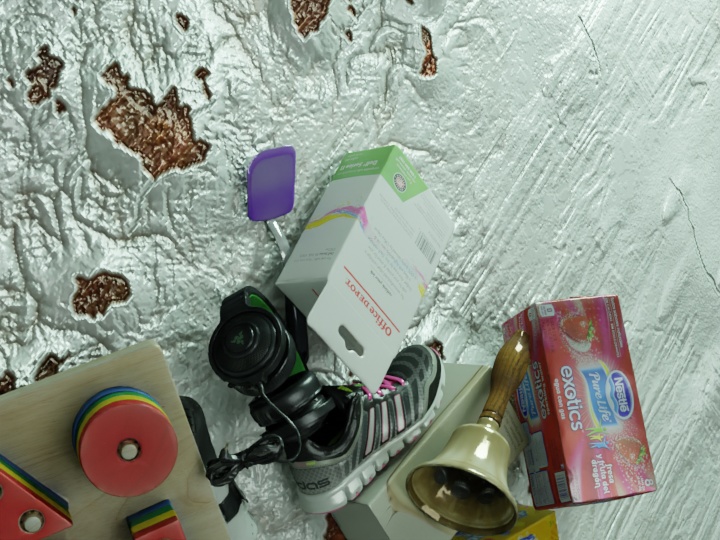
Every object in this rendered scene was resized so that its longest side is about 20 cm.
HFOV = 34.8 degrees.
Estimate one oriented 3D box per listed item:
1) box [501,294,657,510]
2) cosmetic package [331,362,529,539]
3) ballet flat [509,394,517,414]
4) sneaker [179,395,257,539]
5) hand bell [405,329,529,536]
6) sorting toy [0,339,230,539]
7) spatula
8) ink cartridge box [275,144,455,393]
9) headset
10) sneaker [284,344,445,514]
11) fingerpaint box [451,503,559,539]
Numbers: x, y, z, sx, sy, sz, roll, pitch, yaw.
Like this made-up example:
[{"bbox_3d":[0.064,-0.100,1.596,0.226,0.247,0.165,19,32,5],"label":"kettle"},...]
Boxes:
[{"bbox_3d":[0.216,0.133,1.152,0.095,0.100,0.201,-5,76,-16],"label":"box"},{"bbox_3d":[0.066,0.190,1.107,0.200,0.073,0.104,-45,116,-33],"label":"cosmetic package"},{"bbox_3d":[0.215,0.159,1.241,0.200,0.065,0.071,39,66,-34],"label":"ballet flat"},{"bbox_3d":[-0.128,0.194,0.944,0.088,0.074,0.201,-12,105,-45],"label":"sneaker"},{"bbox_3d":[0.122,0.133,1.071,0.104,0.104,0.200,51,45,-28],"label":"hand bell"},{"bbox_3d":[-0.204,0.181,0.825,0.199,0.070,0.199,-21,104,-15],"label":"sorting toy"},{"bbox_3d":[-0.068,-0.009,1.025,0.056,0.021,0.201,-17,101,-41],"label":"spatula"},{"bbox_3d":[0.000,0.000,1.036,0.117,0.067,0.200,51,52,-34],"label":"ink cartridge box"},{"bbox_3d":[-0.083,0.096,0.930,0.094,0.200,0.124,-29,116,7],"label":"headset"},{"bbox_3d":[0.002,0.126,1.050,0.200,0.074,0.088,-44,123,-27],"label":"sneaker"},{"bbox_3d":[0.121,0.349,1.152,0.200,0.073,0.167,-16,100,-40],"label":"fingerpaint box"}]
